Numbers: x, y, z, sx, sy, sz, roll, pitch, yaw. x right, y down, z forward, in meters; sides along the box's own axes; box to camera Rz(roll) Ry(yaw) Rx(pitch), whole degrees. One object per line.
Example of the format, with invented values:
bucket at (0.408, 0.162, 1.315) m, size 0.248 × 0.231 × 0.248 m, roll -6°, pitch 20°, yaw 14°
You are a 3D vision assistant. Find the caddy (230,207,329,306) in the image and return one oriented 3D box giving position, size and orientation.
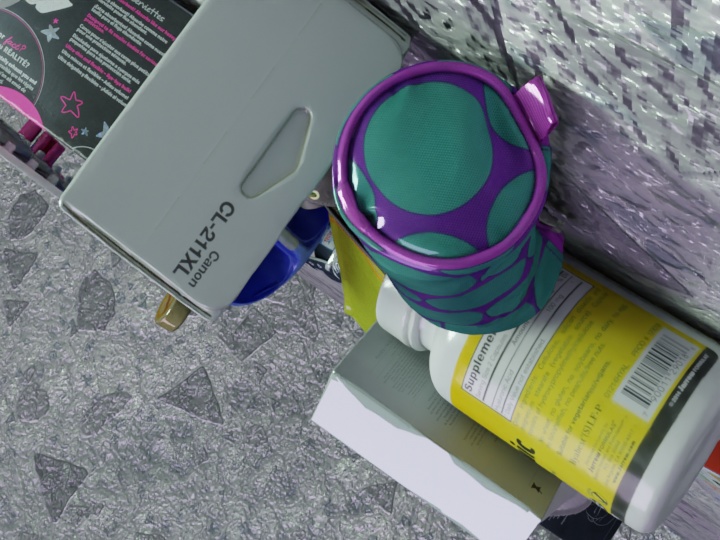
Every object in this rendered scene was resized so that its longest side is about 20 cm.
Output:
caddy at (-0.093, -0.052, 0.919) m, size 0.105 × 0.142 × 0.200 m, roll 36°, pitch 177°, yaw 27°

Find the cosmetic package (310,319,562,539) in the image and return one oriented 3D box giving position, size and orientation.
cosmetic package at (0.079, 0.072, 0.764) m, size 0.150 × 0.052 × 0.200 m, roll 33°, pitch -142°, yaw 10°

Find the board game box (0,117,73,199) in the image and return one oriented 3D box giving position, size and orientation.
board game box at (-0.265, -0.111, 0.849) m, size 0.200 × 0.026 × 0.199 m, roll 42°, pitch 176°, yaw -42°

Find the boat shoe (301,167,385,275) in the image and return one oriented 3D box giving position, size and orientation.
boat shoe at (-0.017, -0.063, 0.750) m, size 0.201 × 0.061 × 0.071 m, roll 39°, pitch 174°, yaw -41°

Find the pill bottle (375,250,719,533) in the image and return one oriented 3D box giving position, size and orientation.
pill bottle at (0.109, 0.049, 0.669) m, size 0.199 × 0.112 × 0.111 m, roll 34°, pitch 176°, yaw 24°

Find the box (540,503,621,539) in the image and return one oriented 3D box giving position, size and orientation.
box at (0.294, 0.295, 1.641) m, size 0.107 × 0.149 × 0.200 m, roll 30°, pitch 173°, yaw 47°

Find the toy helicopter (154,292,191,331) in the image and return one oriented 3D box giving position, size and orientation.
toy helicopter at (-0.143, -0.033, 1.103) m, size 0.079 × 0.202 × 0.132 m, roll 35°, pitch 158°, yaw -22°

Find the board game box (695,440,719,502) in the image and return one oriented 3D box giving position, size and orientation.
board game box at (0.310, 0.165, 0.852) m, size 0.153 × 0.041 × 0.199 m, roll 38°, pitch 175°, yaw -32°

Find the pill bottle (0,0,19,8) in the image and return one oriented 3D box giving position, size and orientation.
pill bottle at (-0.245, -0.207, 0.607) m, size 0.199 × 0.111 × 0.111 m, roll 32°, pitch 175°, yaw 31°

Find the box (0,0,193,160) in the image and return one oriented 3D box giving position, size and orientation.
box at (-0.192, -0.151, 0.778) m, size 0.199 × 0.115 × 0.132 m, roll 36°, pitch 177°, yaw 7°

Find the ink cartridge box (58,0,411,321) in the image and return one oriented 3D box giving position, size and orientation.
ink cartridge box at (-0.062, -0.061, 0.564) m, size 0.082 × 0.147 × 0.200 m, roll 37°, pitch 175°, yaw -6°

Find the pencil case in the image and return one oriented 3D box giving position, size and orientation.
pencil case at (0.047, -0.024, 0.526) m, size 0.200 × 0.091 × 0.086 m, roll 42°, pitch -154°, yaw -76°

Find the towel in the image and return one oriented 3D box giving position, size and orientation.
towel at (0.000, 0.000, 0.958) m, size 0.086 × 0.018 × 0.201 m, roll 54°, pitch 164°, yaw 35°

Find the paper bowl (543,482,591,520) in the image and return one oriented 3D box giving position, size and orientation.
paper bowl at (0.098, 0.130, 0.928) m, size 0.198 × 0.105 × 0.202 m, roll 24°, pitch 151°, yaw 14°

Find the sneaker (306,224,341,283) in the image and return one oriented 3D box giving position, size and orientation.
sneaker at (-0.004, -0.016, 1.102) m, size 0.108 × 0.071 × 0.200 m, roll 32°, pitch 178°, yaw 11°
